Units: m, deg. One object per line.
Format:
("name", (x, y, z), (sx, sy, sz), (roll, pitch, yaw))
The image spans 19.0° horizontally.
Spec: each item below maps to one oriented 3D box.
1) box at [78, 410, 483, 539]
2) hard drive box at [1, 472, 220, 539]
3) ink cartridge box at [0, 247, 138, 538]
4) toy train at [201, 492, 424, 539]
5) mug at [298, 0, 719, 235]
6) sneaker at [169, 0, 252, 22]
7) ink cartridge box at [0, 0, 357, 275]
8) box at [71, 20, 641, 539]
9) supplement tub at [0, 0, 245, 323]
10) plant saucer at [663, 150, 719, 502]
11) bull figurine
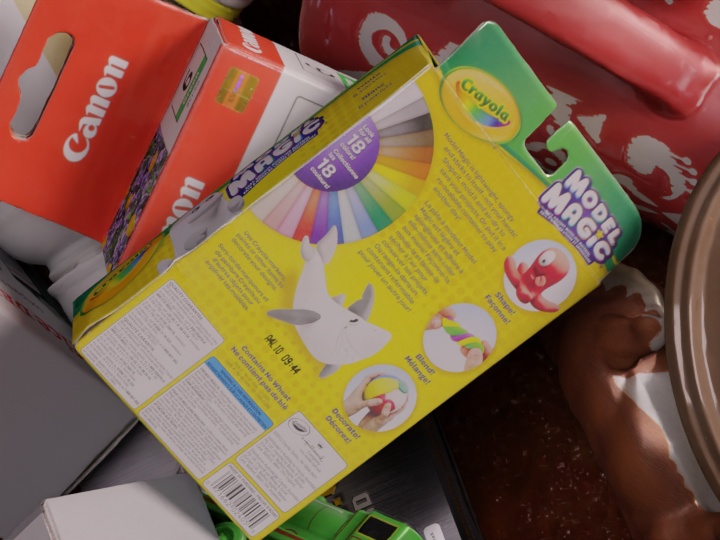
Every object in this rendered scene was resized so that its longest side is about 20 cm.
("box", (-0.029, 0.124, 0.938), (0.158, 0.048, 0.201), (-24, 70, 11))
("hard drive box", (-0.118, 0.199, 0.878), (0.200, 0.077, 0.157), (-42, 64, 43))
("ink cartridge box", (-0.203, 0.007, 0.945), (0.084, 0.146, 0.200), (-45, 50, 2))
("toy train", (-0.007, 0.120, 0.848), (0.199, 0.042, 0.056), (18, 57, 46))
("mug", (0.081, -0.091, 0.899), (0.199, 0.177, 0.134), (29, 121, 18))
("sneaker", (-0.051, -0.202, 0.921), (0.084, 0.074, 0.201), (-25, 62, 30))
("ink cartridge box", (-0.049, -0.036, 0.859), (0.199, 0.050, 0.109), (23, 104, -18))
("box", (0.000, 0.000, 0.829), (0.200, 0.048, 0.117), (-36, 113, 9))
("supplement tub", (-0.124, -0.092, 0.950), (0.144, 0.144, 0.201), (-29, 91, 9))
("plant saucer", (0.204, 0.029, 0.824), (0.029, 0.199, 0.201), (-23, 62, 58))
("bull figurine", (0.123, 0.051, 0.875), (0.065, 0.121, 0.201), (-25, 82, -30))
